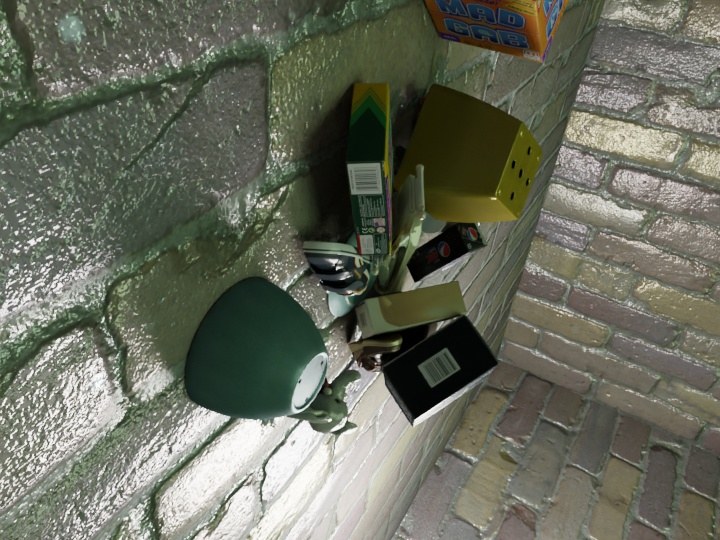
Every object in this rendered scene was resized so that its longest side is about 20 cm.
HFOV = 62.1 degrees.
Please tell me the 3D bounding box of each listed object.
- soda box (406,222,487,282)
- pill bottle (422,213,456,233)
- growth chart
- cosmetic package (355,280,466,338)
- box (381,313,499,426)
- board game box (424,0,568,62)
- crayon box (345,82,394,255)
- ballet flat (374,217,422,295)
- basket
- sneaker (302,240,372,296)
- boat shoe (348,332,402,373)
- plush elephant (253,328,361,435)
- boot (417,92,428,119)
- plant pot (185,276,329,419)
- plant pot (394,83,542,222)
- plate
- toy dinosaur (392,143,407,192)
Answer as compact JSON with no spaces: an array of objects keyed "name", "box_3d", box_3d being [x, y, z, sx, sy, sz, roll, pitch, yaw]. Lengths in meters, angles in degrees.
[{"name":"soda box","box_3d":[0.183,-0.041,1.319,0.063,0.071,0.200,-19,171,-36]},{"name":"pill bottle","box_3d":[0.192,-0.152,1.336,0.200,0.112,0.113,-39,145,-52]},{"name":"growth chart","box_3d":[0.059,-0.078,0.986,0.200,0.018,0.145,127,-25,-51]},{"name":"cosmetic package","box_3d":[0.100,0.080,1.205,0.105,0.199,0.071,139,-61,-72]},{"name":"box","box_3d":[0.157,0.210,1.224,0.200,0.124,0.197,-32,164,-6]},{"name":"board game box","box_3d":[0.238,-0.500,0.984,0.200,0.199,0.200,-68,159,0]},{"name":"crayon box","box_3d":[0.019,-0.152,0.914,0.200,0.058,0.173,82,9,-52]},{"name":"ballet flat","box_3d":[0.073,-0.039,1.234,0.069,0.069,0.201,-15,124,-63]},{"name":"basket","box_3d":[0.104,0.127,1.383,0.181,0.136,0.200,-59,164,12]},{"name":"sneaker","box_3d":[-0.032,0.000,0.980,0.200,0.078,0.080,17,78,-65]},{"name":"boat shoe","box_3d":[0.033,0.170,1.202,0.072,0.200,0.072,-9,83,-25]},{"name":"plush elephant","box_3d":[-0.073,0.199,0.996,0.201,0.154,0.165,-64,158,-9]},{"name":"boot","box_3d":[0.145,-0.235,1.183,0.154,0.073,0.204,36,63,-66]},{"name":"plant pot","box_3d":[-0.124,0.127,0.835,0.200,0.134,0.201,-49,152,-38]},{"name":"plant pot","box_3d":[0.208,-0.191,1.072,0.200,0.176,0.201,24,86,-55]},{"name":"plate","box_3d":[0.000,0.000,1.152,0.200,0.026,0.201,-48,151,-38]},{"name":"toy dinosaur","box_3d":[0.074,-0.193,1.114,0.200,0.047,0.088,-23,125,-65]}]
